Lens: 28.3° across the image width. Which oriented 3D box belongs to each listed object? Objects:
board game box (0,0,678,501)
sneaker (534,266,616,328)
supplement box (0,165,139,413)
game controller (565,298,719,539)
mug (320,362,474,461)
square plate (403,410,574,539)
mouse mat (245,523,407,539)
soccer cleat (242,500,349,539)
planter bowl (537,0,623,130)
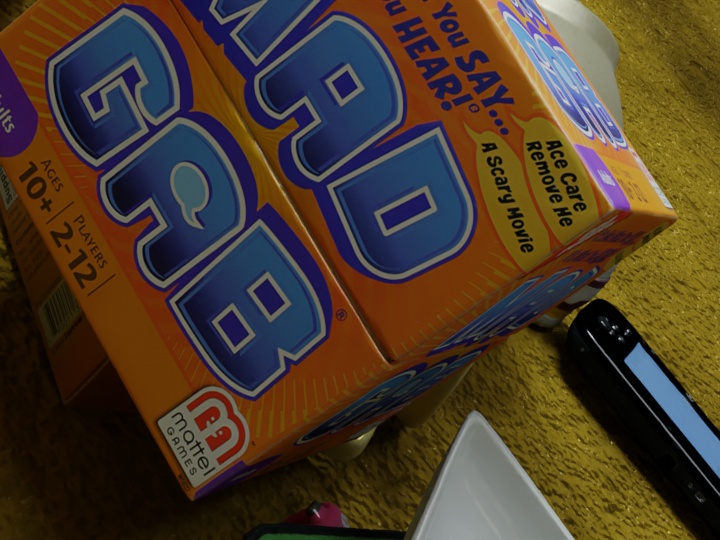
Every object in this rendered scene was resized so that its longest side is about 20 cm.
[{"bbox_3d":[-0.008,-0.050,0.625,0.201,0.199,0.199,58,17,9],"label":"board game box"},{"bbox_3d":[0.112,-0.062,1.039,0.201,0.090,0.075,55,30,14],"label":"sneaker"},{"bbox_3d":[-0.135,-0.029,0.718,0.066,0.069,0.202,12,45,-45],"label":"supplement box"},{"bbox_3d":[0.222,0.105,1.018,0.201,0.042,0.104,52,31,6],"label":"game controller"},{"bbox_3d":[0.005,-0.008,0.797,0.152,0.150,0.187,34,24,-2],"label":"mug"},{"bbox_3d":[0.051,0.198,0.585,0.199,0.028,0.201,53,49,-28],"label":"square plate"},{"bbox_3d":[0.013,0.207,0.588,0.160,0.007,0.203,18,59,-53],"label":"mouse mat"},{"bbox_3d":[-0.046,0.176,0.588,0.087,0.069,0.200,57,32,-8],"label":"soccer cleat"},{"bbox_3d":[0.087,-0.106,0.919,0.198,0.136,0.200,26,-11,6],"label":"planter bowl"}]
